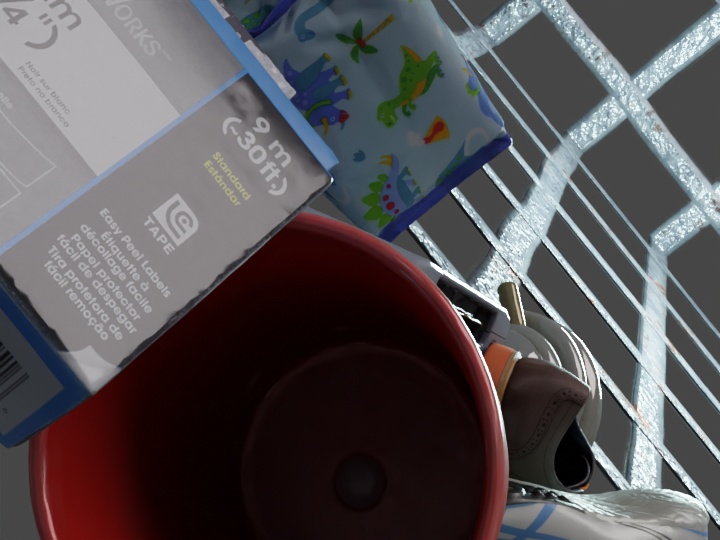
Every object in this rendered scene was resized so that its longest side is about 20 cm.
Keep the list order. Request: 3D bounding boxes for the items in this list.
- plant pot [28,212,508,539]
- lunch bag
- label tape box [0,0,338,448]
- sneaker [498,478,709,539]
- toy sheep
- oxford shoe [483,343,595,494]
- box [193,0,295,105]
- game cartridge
[{"bbox_3d":[-0.019,0.087,0.654,0.201,0.200,0.177,56,7,17],"label":"plant pot"},{"bbox_3d":[-0.029,-0.135,0.876,0.170,0.127,0.200,54,-1,-36],"label":"lunch bag"},{"bbox_3d":[-0.087,-0.059,0.504,0.144,0.063,0.200,51,47,-6],"label":"label tape box"},{"bbox_3d":[0.101,0.151,0.808,0.199,0.073,0.072,9,2,-17],"label":"sneaker"},{"bbox_3d":[0.109,0.088,1.059,0.200,0.138,0.138,33,24,-56],"label":"toy sheep"},{"bbox_3d":[0.101,0.136,0.891,0.071,0.072,0.201,-58,155,-42],"label":"oxford shoe"},{"bbox_3d":[-0.144,-0.053,0.579,0.132,0.115,0.200,50,46,-1],"label":"box"},{"bbox_3d":[0.000,0.000,0.818,0.133,0.042,0.200,28,0,21],"label":"game cartridge"}]
